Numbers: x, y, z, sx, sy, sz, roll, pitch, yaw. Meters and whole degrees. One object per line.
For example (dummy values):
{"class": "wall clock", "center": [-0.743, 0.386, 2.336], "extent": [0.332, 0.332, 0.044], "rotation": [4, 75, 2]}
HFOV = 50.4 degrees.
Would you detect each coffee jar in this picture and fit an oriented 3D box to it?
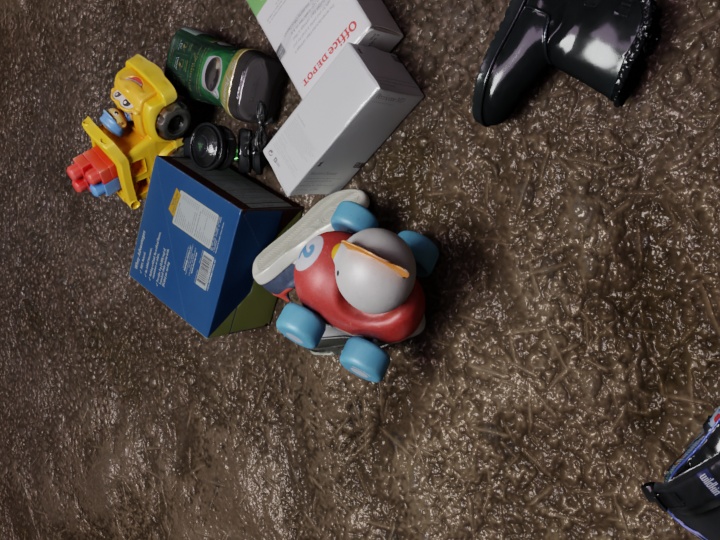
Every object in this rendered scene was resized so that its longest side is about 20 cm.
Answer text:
{"class": "coffee jar", "center": [-0.204, -0.292, 1.153], "extent": [0.198, 0.084, 0.107], "rotation": [28, 108, 33]}

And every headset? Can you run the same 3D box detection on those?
{"class": "headset", "center": [-0.181, -0.189, 1.103], "extent": [0.198, 0.121, 0.097], "rotation": [12, 100, 58]}

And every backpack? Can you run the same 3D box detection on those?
{"class": "backpack", "center": [0.396, 0.185, 0.691], "extent": [0.199, 0.153, 0.194], "rotation": [38, 123, 22]}

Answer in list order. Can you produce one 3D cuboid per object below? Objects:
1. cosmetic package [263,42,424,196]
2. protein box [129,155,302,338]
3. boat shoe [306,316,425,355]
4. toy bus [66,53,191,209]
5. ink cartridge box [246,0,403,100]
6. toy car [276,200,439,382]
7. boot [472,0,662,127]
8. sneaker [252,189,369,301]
{"class": "cosmetic package", "center": [-0.024, -0.193, 1.008], "extent": [0.200, 0.112, 0.082], "rotation": [-44, 70, 34]}
{"class": "protein box", "center": [-0.222, -0.042, 1.158], "extent": [0.198, 0.133, 0.203], "rotation": [31, 112, 31]}
{"class": "boat shoe", "center": [0.003, 0.082, 1.045], "extent": [0.195, 0.071, 0.065], "rotation": [-3, 125, 30]}
{"class": "toy bus", "center": [-0.365, -0.200, 1.185], "extent": [0.136, 0.190, 0.202], "rotation": [43, 150, 26]}
{"class": "ink cartridge box", "center": [-0.052, -0.344, 1.032], "extent": [0.146, 0.083, 0.203], "rotation": [-40, 71, 33]}
{"class": "toy car", "center": [0.000, 0.000, 0.897], "extent": [0.174, 0.201, 0.187], "rotation": [26, 72, 8]}
{"class": "boot", "center": [0.224, -0.228, 0.840], "extent": [0.161, 0.073, 0.202], "rotation": [32, 112, 27]}
{"class": "sneaker", "center": [-0.056, -0.032, 1.079], "extent": [0.198, 0.085, 0.076], "rotation": [-35, 33, 14]}
